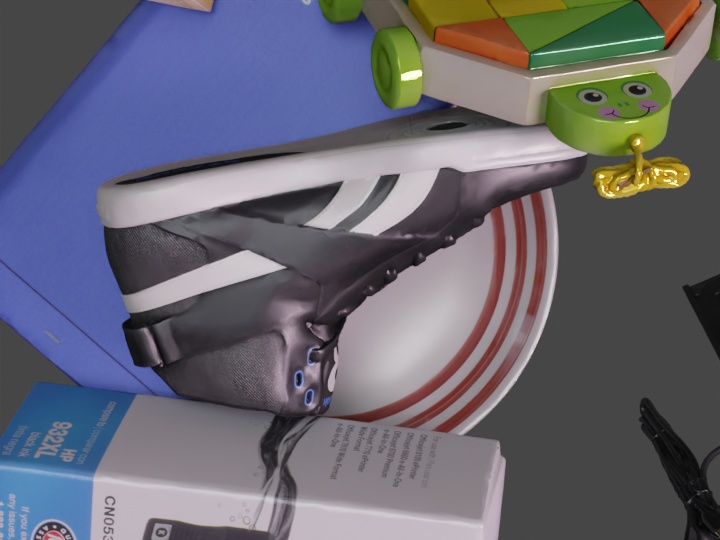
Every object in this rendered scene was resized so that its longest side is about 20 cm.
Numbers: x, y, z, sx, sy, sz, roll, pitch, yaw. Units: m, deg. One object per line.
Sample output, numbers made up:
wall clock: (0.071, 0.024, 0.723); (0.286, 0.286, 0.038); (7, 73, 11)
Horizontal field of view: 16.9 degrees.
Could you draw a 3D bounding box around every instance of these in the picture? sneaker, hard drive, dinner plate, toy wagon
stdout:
sneaker: (0.000, 0.000, 0.986); (0.200, 0.073, 0.112); (-9, 103, 2)
hard drive: (-0.070, -0.041, 1.032); (0.132, 0.025, 0.200); (40, 91, 7)
dinner plate: (-0.014, -0.009, 1.048); (0.200, 0.024, 0.200); (0, 85, 5)
toy wagon: (0.077, -0.100, 0.972); (0.155, 0.200, 0.040); (-10, 128, -17)

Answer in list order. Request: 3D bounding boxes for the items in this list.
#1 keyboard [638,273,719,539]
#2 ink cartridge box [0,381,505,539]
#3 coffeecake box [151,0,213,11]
keyboard: (0.171, 0.062, 0.958); (0.127, 0.200, 0.021); (-23, 125, 3)
ink cartridge box: (-0.048, 0.137, 0.988); (0.200, 0.084, 0.145); (7, 110, 6)
coffeecake box: (-0.144, -0.209, 1.026); (0.200, 0.073, 0.154); (13, 84, 19)
